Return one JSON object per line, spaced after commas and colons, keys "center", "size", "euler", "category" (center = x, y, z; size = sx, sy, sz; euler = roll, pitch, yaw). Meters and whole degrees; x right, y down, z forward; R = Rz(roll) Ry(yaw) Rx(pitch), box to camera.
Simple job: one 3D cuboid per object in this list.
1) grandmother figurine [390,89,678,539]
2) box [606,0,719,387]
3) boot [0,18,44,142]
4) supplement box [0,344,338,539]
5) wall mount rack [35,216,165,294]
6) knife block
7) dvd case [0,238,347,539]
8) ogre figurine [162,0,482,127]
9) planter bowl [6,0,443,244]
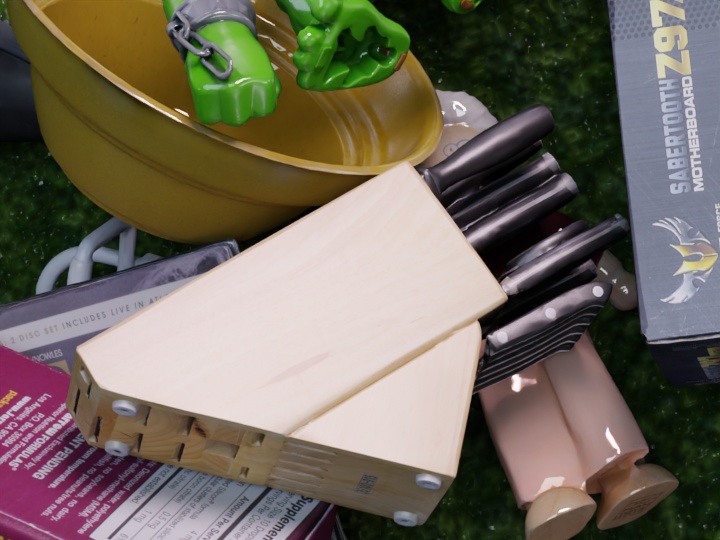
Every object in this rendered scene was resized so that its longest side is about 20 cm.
{"center": [0.066, 0.012, 0.955], "size": [0.121, 0.061, 0.201], "euler": [-9, 64, -33], "category": "grandmother figurine"}
{"center": [0.131, -0.061, 0.911], "size": [0.051, 0.158, 0.202], "euler": [-6, 81, 12], "category": "box"}
{"center": [-0.210, -0.022, 1.029], "size": [0.164, 0.066, 0.201], "euler": [24, 82, 28], "category": "boot"}
{"center": [-0.124, 0.123, 0.904], "size": [0.199, 0.103, 0.132], "euler": [23, 122, 16], "category": "supplement box"}
{"center": [-0.069, 0.074, 0.985], "size": [0.199, 0.075, 0.175], "euler": [16, 116, 16], "category": "wall mount rack"}
{"center": [0.000, 0.000, 0.883], "size": [0.198, 0.064, 0.177], "euler": [14, 65, -5], "category": "knife block"}
{"center": [-0.083, 0.098, 0.953], "size": [0.148, 0.016, 0.201], "euler": [-15, 101, 26], "category": "dvd case"}
{"center": [-0.012, -0.134, 0.894], "size": [0.200, 0.098, 0.120], "euler": [-45, 59, -12], "category": "ogre figurine"}
{"center": [-0.071, -0.070, 0.939], "size": [0.200, 0.200, 0.084], "euler": [38, 119, 16], "category": "planter bowl"}
